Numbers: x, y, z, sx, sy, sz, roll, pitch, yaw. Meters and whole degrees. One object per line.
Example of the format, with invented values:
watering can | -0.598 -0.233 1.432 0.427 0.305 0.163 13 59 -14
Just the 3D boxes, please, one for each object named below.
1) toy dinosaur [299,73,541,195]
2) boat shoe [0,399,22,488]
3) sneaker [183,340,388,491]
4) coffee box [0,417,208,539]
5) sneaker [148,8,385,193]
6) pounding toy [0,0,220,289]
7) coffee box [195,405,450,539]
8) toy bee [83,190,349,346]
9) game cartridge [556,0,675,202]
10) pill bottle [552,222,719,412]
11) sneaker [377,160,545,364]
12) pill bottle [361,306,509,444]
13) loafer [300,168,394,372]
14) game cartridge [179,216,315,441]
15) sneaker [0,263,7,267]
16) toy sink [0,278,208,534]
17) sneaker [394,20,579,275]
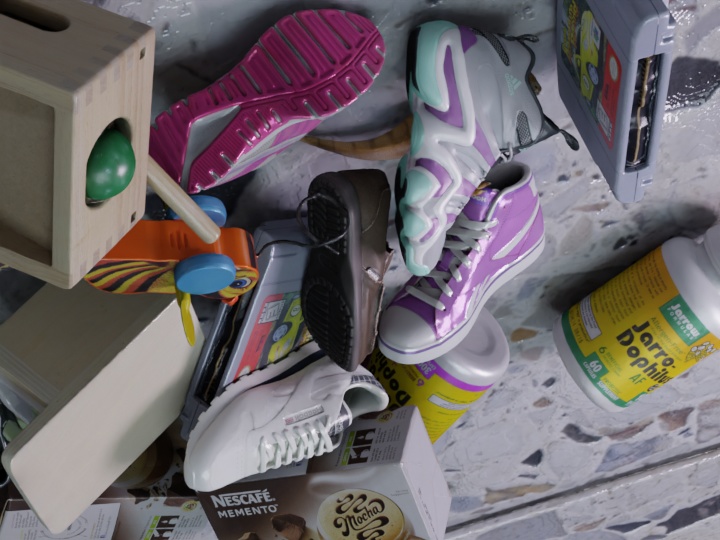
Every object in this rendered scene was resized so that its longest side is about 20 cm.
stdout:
toy dinosaur | 0.053 -0.108 1.339 0.199 0.060 0.107 -23 113 2
boat shoe | -0.341 0.103 1.376 0.074 0.066 0.201 -13 122 9
sneaker | -0.064 0.129 1.380 0.200 0.080 0.077 -34 147 -37
coffee box | -0.244 0.187 1.527 0.198 0.114 0.080 2 139 -25
sneaker | -0.073 -0.128 1.239 0.199 0.082 0.088 -30 180 -5
pounding toy | -0.207 -0.092 1.120 0.199 0.142 0.185 21 130 14
coffee box | -0.033 0.198 1.465 0.198 0.080 0.114 -9 123 19
toy bee | -0.121 0.000 1.274 0.198 0.132 0.109 14 150 -5
game cartridge | 0.187 -0.163 1.233 0.041 0.134 0.201 -13 143 -6
pill bottle | 0.291 0.039 1.558 0.199 0.113 0.112 -36 139 23
sneaker | 0.079 -0.018 1.393 0.201 0.072 0.115 -46 147 -27
pill bottle | 0.046 0.115 1.560 0.104 0.105 0.200 13 133 -34
loafer | 0.000 0.000 1.348 0.071 0.073 0.201 -26 140 -30
game cartridge | -0.077 0.050 1.401 0.133 0.041 0.201 -15 131 -58
sneaker | -0.253 -0.070 1.234 0.199 0.075 0.090 -36 144 21
toy sink | -0.233 0.091 1.349 0.200 0.112 0.131 -46 149 -20
sneaker | 0.101 -0.089 1.279 0.139 0.078 0.202 3 111 -7
